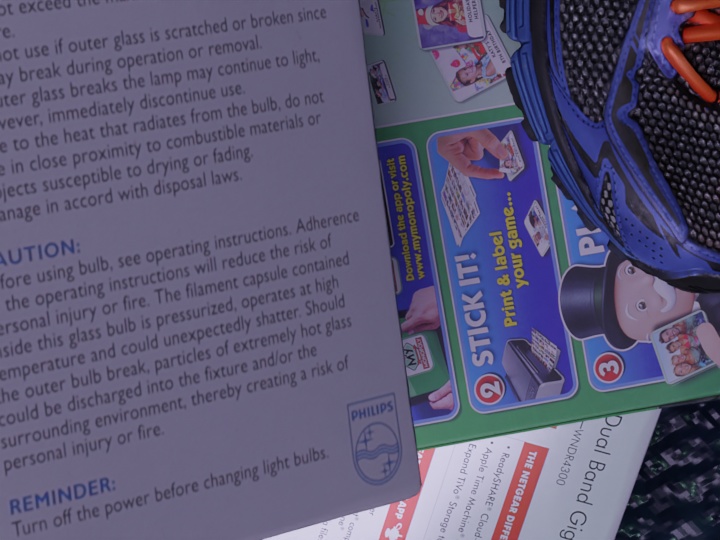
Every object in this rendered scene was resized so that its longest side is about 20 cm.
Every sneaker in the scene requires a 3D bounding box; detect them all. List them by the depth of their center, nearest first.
[{"bbox_3d":[0.083,-0.095,0.698,0.075,0.078,0.201,3,86,-30],"label":"sneaker"}]

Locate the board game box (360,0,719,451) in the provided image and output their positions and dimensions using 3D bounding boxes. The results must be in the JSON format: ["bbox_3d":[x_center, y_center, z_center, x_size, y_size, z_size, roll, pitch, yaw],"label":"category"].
[{"bbox_3d":[0.019,-0.057,0.751,0.134,0.029,0.201,-9,93,-4],"label":"board game box"}]

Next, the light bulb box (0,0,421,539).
[{"bbox_3d":[-0.104,-0.036,0.705,0.198,0.125,0.201,-2,98,49],"label":"light bulb box"}]

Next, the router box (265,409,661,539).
[{"bbox_3d":[0.000,0.000,0.822,0.179,0.049,0.201,16,111,-5],"label":"router box"}]
